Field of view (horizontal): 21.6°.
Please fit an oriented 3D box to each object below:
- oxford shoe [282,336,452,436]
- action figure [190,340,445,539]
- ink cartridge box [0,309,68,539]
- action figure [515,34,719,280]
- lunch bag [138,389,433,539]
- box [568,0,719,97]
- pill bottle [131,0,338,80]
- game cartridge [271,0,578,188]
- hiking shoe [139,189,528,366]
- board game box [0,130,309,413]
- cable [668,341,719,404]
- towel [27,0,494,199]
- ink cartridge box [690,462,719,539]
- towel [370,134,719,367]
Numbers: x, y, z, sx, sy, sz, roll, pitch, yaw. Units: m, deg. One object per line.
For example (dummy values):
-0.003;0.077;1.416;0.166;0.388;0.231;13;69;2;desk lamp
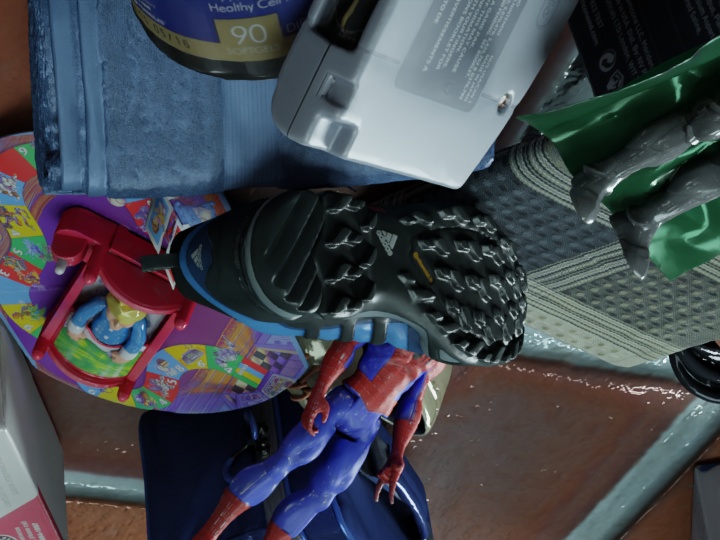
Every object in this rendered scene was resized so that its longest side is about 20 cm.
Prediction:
-0.026;0.029;0.961;0.200;0.074;0.071;21;154;-33;oxford shoe
-0.008;0.078;0.933;0.065;0.052;0.200;39;84;-26;action figure
-0.269;0.106;1.003;0.200;0.083;0.147;-11;143;0;ink cartridge box
0.175;-0.071;0.728;0.200;0.055;0.118;-34;132;21;action figure
-0.030;0.138;1.059;0.132;0.136;0.200;-20;140;11;lunch bag
0.232;-0.111;0.823;0.196;0.118;0.200;19;132;-33;box
-0.051;-0.173;0.678;0.112;0.112;0.200;-12;143;2;pill bottle
0.049;-0.130;0.722;0.133;0.040;0.200;13;107;-56;game cartridge
0.000;0.000;0.866;0.087;0.075;0.200;-1;167;41;hiking shoe
-0.122;0.019;0.907;0.158;0.039;0.200;-3;135;22;board game box
0.263;0.018;1.047;0.200;0.051;0.163;6;139;-20;cable
-0.042;-0.090;0.816;0.200;0.049;0.112;-3;108;-10;towel
0.264;0.230;1.248;0.076;0.137;0.200;-6;143;2;ink cartridge box
0.122;-0.012;0.935;0.200;0.035;0.192;25;153;-29;towel
